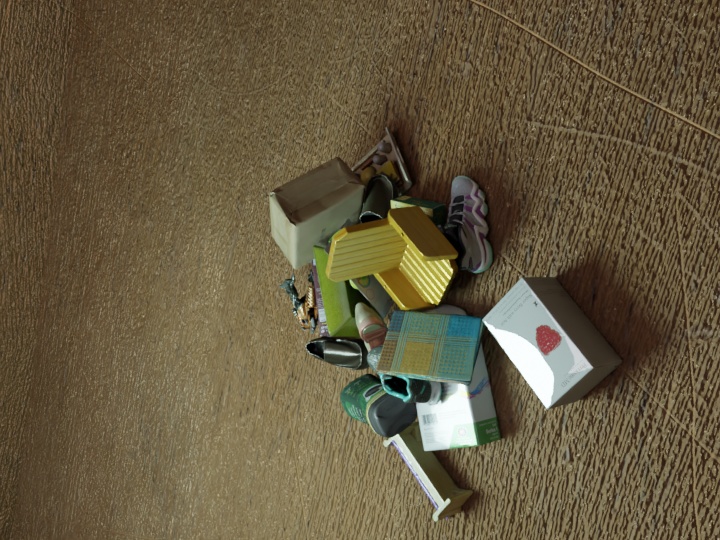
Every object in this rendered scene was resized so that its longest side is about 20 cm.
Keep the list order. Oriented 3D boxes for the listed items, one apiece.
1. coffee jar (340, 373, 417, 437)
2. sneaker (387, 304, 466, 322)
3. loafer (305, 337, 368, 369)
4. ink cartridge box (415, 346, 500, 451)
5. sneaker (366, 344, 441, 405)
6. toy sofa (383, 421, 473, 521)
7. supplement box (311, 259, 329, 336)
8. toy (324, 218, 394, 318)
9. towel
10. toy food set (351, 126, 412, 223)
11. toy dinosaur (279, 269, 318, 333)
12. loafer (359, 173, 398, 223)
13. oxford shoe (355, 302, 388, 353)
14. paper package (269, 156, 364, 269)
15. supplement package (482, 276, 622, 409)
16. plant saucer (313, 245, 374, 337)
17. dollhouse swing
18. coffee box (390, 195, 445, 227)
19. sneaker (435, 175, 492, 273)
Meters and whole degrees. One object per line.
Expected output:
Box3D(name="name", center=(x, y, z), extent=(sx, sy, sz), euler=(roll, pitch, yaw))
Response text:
Box3D(name="coffee jar", center=(0.038, 0.290, 1.523), extent=(0.086, 0.104, 0.200), euler=(64, 161, -13))
Box3D(name="sneaker", center=(0.147, 0.120, 1.494), extent=(0.199, 0.074, 0.083), euler=(-3, 105, 48))
Box3D(name="loafer", center=(-0.057, 0.200, 1.684), extent=(0.199, 0.071, 0.074), euler=(-1, 90, 45))
Box3D(name="ink cartridge box", center=(0.187, 0.254, 1.432), extent=(0.144, 0.083, 0.202), euler=(-20, 76, 44))
Box3D(name="sneaker", center=(0.070, 0.209, 1.430), extent=(0.199, 0.091, 0.078), euler=(26, 109, 45))
Box3D(name="toy sofa", center=(0.133, 0.427, 1.488), extent=(0.200, 0.082, 0.098), euler=(52, 123, 31))
Box3D(name="supplement box", center=(-0.068, 0.053, 1.664), extent=(0.060, 0.109, 0.202), euler=(-8, 83, 8))
Box3D(name="toy", center=(0.000, 0.000, 1.530), extent=(0.047, 0.115, 0.201), euler=(-21, 114, 43))
Box3D(name="towel", center=(0.138, 0.148, 1.381), extent=(0.198, 0.022, 0.148), euler=(2, 56, 28))
Box3D(name="toy food set", center=(0.023, -0.211, 1.613), extent=(0.200, 0.060, 0.145), euler=(-38, 64, 39))
Box3D(name="toy dinosaur", center=(-0.124, 0.077, 1.721), extent=(0.200, 0.101, 0.137), euler=(-42, 59, 49))
Box3D(name="loafer", center=(0.039, -0.120, 1.509), extent=(0.074, 0.070, 0.202), euler=(-4, 72, 17))
Box3D(name="oxford shoe", center=(0.035, 0.136, 1.538), extent=(0.070, 0.201, 0.074), euler=(-23, 55, -2))
Box3D(name="paper package", center=(-0.095, -0.124, 1.536), extent=(0.104, 0.190, 0.200), euler=(53, 160, 19))
Box3D(name="supplement package", center=(0.339, 0.124, 1.257), extent=(0.122, 0.119, 0.201), euler=(-52, 57, 30))
Box3D(name="plant saucer", center=(-0.025, 0.046, 1.583), extent=(0.047, 0.199, 0.202), euler=(-15, 79, 22))
Box3D(name="dollhouse swing", center=(0.056, 0.001, 1.381), extent=(0.182, 0.175, 0.201), euler=(52, 152, 22))
Box3D(name="coffee box", center=(0.122, -0.050, 1.487), extent=(0.122, 0.044, 0.202), euler=(20, 121, 43))
Box3D(name="sneaker", center=(0.190, -0.095, 1.390), extent=(0.077, 0.139, 0.202), euler=(-23, 75, 42))
